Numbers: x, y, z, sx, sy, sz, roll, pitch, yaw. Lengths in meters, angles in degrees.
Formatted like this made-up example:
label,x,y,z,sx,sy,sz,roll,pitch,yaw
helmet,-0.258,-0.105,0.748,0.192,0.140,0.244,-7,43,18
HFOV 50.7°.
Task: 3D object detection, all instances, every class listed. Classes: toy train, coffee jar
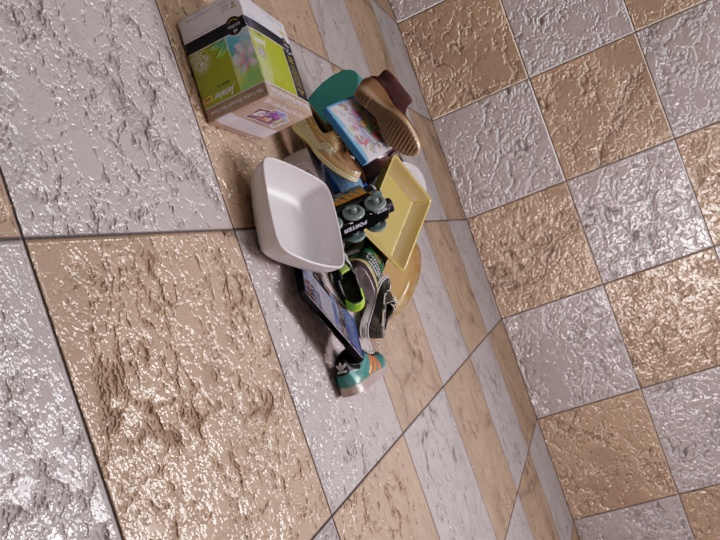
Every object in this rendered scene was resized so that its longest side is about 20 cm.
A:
label,x,y,z,sx,sy,sz,roll,pitch,yaw
toy train,-0.031,-0.113,1.547,0.114,0.198,0.086,47,-26,38
coffee jar,0.000,0.000,1.708,0.200,0.084,0.105,-70,138,-64

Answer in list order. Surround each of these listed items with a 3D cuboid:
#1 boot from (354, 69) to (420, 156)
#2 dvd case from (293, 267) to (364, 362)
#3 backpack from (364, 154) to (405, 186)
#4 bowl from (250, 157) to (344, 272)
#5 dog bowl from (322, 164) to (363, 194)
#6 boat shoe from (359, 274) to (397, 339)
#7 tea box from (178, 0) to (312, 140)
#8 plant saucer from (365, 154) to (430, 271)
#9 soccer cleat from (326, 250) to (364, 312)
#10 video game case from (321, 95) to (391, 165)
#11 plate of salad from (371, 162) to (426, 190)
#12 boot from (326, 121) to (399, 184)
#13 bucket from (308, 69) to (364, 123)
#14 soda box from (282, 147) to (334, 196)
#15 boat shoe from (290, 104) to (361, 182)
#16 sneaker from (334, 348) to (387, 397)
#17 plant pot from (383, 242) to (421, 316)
label,x,y,z,sx,sy,sz,roll,pitch,yaw
boot,0.086,-0.355,1.683,0.200,0.072,0.166,48,38,-1
dvd case,-0.062,0.072,1.461,0.201,0.017,0.143,52,12,-29
backpack,0.060,-0.275,2.105,0.201,0.133,0.184,56,22,-36
bowl,-0.125,-0.089,1.398,0.199,0.074,0.202,18,52,-50
dog bowl,-0.056,-0.200,1.688,0.201,0.049,0.112,54,-23,33
boat shoe,0.052,0.085,1.748,0.201,0.063,0.071,-71,158,-47
tea box,-0.207,-0.367,1.402,0.199,0.132,0.200,71,18,6
plant saucer,0.072,-0.130,1.745,0.200,0.048,0.202,42,64,-48
soccer cleat,-0.045,-0.010,1.556,0.202,0.067,0.081,61,-15,9
video game case,0.008,-0.312,1.649,0.144,0.018,0.200,53,34,-2
plate of salad,0.080,-0.164,1.834,0.048,0.200,0.201,28,-19,46
boot,0.010,-0.298,1.735,0.072,0.165,0.202,35,-38,46
bucket,-0.035,-0.367,1.822,0.135,0.206,0.209,40,32,-37
soda box,-0.095,-0.159,1.631,0.202,0.063,0.068,69,18,-4
boat shoe,-0.066,-0.269,1.599,0.200,0.067,0.074,45,20,11
sneaker,0.001,0.185,1.532,0.200,0.071,0.081,-32,105,-71
plant pot,0.092,0.016,1.912,0.199,0.027,0.203,-34,133,-47
